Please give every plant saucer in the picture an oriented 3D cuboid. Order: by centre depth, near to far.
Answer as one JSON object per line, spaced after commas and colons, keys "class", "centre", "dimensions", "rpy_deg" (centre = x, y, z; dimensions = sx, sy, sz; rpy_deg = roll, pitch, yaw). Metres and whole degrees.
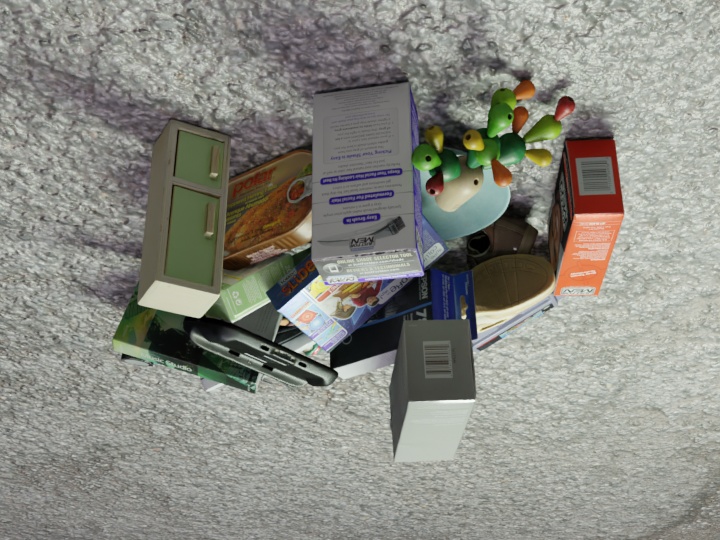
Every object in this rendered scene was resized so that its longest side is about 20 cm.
{"class": "plant saucer", "centre": [0.077, -0.099, 1.345], "dimensions": [0.197, 0.039, 0.202], "rpy_deg": [0, 153, 0]}

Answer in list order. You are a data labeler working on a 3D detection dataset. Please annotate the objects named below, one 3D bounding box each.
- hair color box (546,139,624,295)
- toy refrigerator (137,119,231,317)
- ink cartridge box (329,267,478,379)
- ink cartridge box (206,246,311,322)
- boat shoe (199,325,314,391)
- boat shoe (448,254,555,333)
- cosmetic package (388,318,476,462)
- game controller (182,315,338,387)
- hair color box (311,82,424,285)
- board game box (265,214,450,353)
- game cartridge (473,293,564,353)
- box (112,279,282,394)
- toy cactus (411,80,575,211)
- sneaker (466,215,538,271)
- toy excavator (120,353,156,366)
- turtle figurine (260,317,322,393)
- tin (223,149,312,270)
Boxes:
{"class": "hair color box", "centre": [0.265, -0.058, 1.353], "dimensions": [0.060, 0.103, 0.201], "rpy_deg": [-2, 151, 2]}
{"class": "toy refrigerator", "centre": [-0.191, -0.059, 1.247], "dimensions": [0.075, 0.203, 0.070], "rpy_deg": [14, 149, -24]}
{"class": "ink cartridge box", "centre": [0.050, 0.062, 1.421], "dimensions": [0.198, 0.101, 0.039], "rpy_deg": [-19, 145, 26]}
{"class": "ink cartridge box", "centre": [-0.112, -0.005, 1.398], "dimensions": [0.198, 0.049, 0.145], "rpy_deg": [-29, -161, -26]}
{"class": "boat shoe", "centre": [-0.134, 0.096, 1.545], "dimensions": [0.198, 0.069, 0.072], "rpy_deg": [-24, 176, 9]}
{"class": "boat shoe", "centre": [0.159, 0.037, 1.430], "dimensions": [0.198, 0.075, 0.069], "rpy_deg": [-19, 152, 25]}
{"class": "cosmetic package", "centre": [0.083, 0.148, 1.367], "dimensions": [0.089, 0.108, 0.201], "rpy_deg": [-2, 153, -2]}
{"class": "game controller", "centre": [-0.120, 0.098, 1.386], "dimensions": [0.199, 0.043, 0.104], "rpy_deg": [27, 156, -36]}
{"class": "hair color box", "centre": [0.007, -0.091, 1.186], "dimensions": [0.107, 0.203, 0.065], "rpy_deg": [-6, 151, 10]}
{"class": "board game box", "centre": [0.000, 0.000, 1.344], "dimensions": [0.199, 0.035, 0.135], "rpy_deg": [-40, 144, 3]}
{"class": "game cartridge", "centre": [0.200, 0.061, 1.536], "dimensions": [0.198, 0.039, 0.130], "rpy_deg": [-32, 162, 8]}
{"class": "box", "centre": [-0.208, 0.066, 1.490], "dimensions": [0.197, 0.146, 0.037], "rpy_deg": [15, 147, 4]}
{"class": "toy cactus", "centre": [0.131, -0.115, 1.203], "dimensions": [0.199, 0.103, 0.165], "rpy_deg": [-29, 164, -33]}
{"class": "sneaker", "centre": [0.172, -0.018, 1.488], "dimensions": [0.075, 0.071, 0.201], "rpy_deg": [26, 151, 2]}
{"class": "toy excavator", "centre": [-0.255, 0.103, 1.659], "dimensions": [0.198, 0.102, 0.193], "rpy_deg": [20, 160, -38]}
{"class": "turtle figurine", "centre": [-0.111, 0.087, 1.628], "dimensions": [0.199, 0.101, 0.149], "rpy_deg": [38, 118, -26]}
{"class": "tin", "centre": [-0.110, -0.069, 1.322], "dimensions": [0.198, 0.114, 0.042], "rpy_deg": [-19, 148, 33]}
